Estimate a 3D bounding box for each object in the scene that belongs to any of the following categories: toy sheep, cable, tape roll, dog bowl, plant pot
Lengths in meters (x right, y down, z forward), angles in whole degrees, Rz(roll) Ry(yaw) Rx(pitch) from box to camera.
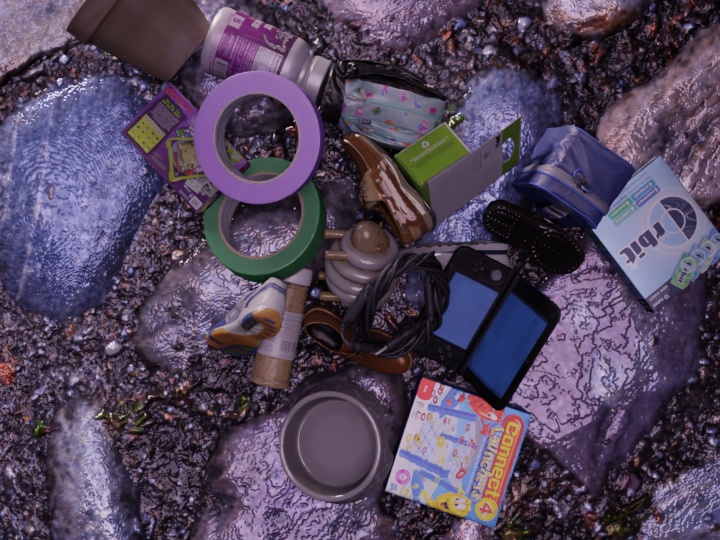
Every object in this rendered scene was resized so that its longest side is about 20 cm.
[{"bbox_3d":[0.000,0.000,1.553,0.136,0.201,0.139,5,46,-6],"label":"toy sheep"},{"bbox_3d":[0.070,0.057,1.506,0.162,0.051,0.201,25,107,-31],"label":"cable"},{"bbox_3d":[-0.156,-0.206,1.497,0.197,0.066,0.203,1,97,6],"label":"tape roll"},{"bbox_3d":[-0.155,-0.083,1.560,0.198,0.048,0.203,-4,72,13],"label":"tape roll"},{"bbox_3d":[-0.044,0.284,1.566,0.197,0.059,0.203,-1,86,13],"label":"dog bowl"},{"bbox_3d":[-0.342,-0.403,1.536,0.173,0.200,0.200,41,89,-18],"label":"plant pot"}]

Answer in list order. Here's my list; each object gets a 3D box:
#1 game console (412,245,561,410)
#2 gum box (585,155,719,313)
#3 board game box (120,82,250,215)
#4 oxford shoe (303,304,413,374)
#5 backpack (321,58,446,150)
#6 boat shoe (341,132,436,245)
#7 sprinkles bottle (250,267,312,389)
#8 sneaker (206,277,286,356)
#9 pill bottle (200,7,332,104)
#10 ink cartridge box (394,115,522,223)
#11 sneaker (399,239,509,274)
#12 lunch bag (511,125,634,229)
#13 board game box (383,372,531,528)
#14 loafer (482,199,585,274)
[{"bbox_3d":[0.193,0.092,1.541,0.169,0.119,0.201,25,105,-14],"label":"game console"},{"bbox_3d":[0.494,-0.061,1.614,0.169,0.045,0.201,-38,90,-2],"label":"gum box"},{"bbox_3d":[-0.289,-0.201,1.578,0.120,0.032,0.200,-45,76,2],"label":"board game box"},{"bbox_3d":[-0.007,0.127,1.580,0.198,0.071,0.072,23,108,-2],"label":"oxford shoe"},{"bbox_3d":[0.038,-0.267,1.560,0.198,0.167,0.128,15,108,-4],"label":"backpack"},{"bbox_3d":[0.034,-0.127,1.499,0.074,0.076,0.200,-39,80,-10],"label":"boat shoe"},{"bbox_3d":[-0.131,0.091,1.585,0.067,0.068,0.203,12,89,-1],"label":"sprinkles bottle"},{"bbox_3d":[-0.177,0.076,1.551,0.075,0.199,0.089,33,54,-26],"label":"sneaker"},{"bbox_3d":[-0.151,-0.341,1.564,0.198,0.112,0.113,23,89,-2],"label":"pill bottle"},{"bbox_3d":[0.161,-0.177,1.550,0.199,0.148,0.076,-36,65,-9],"label":"ink cartridge box"},{"bbox_3d":[0.151,-0.007,1.594,0.197,0.076,0.082,0,100,0],"label":"sneaker"},{"bbox_3d":[0.335,-0.139,1.533,0.135,0.200,0.133,33,92,-6],"label":"lunch bag"},{"bbox_3d":[0.160,0.299,1.598,0.194,0.056,0.202,18,89,-1],"label":"board game box"},{"bbox_3d":[0.290,-0.066,1.596,0.199,0.072,0.073,31,118,-17],"label":"loafer"}]
